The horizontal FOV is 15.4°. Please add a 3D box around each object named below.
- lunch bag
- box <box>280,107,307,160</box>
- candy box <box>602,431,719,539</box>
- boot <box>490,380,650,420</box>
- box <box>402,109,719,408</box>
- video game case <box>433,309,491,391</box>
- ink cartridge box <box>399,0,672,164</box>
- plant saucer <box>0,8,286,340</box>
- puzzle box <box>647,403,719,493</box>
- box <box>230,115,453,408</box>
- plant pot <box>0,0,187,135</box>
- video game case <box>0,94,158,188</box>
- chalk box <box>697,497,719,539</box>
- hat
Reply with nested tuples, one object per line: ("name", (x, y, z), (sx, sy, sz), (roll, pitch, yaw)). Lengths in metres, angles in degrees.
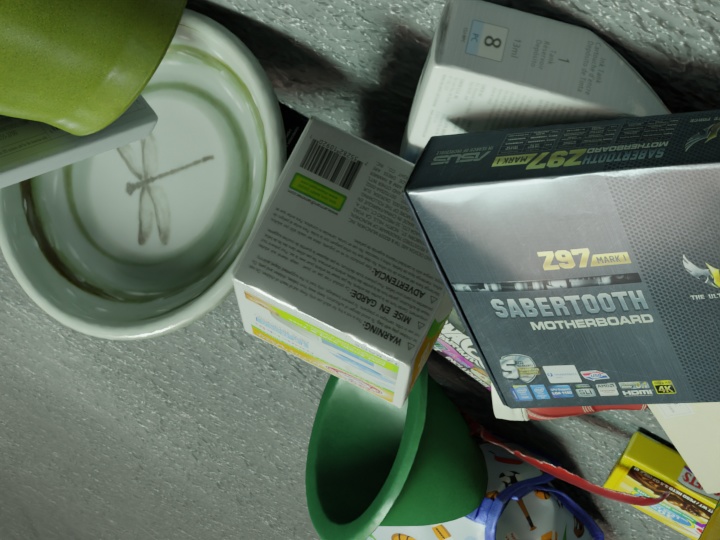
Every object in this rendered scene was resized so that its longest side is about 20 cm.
("lunch bag", (0.071, 0.179, 1.999), (0.170, 0.124, 0.200), (20, 167, 30))
("box", (-0.117, -0.088, 1.678), (0.200, 0.060, 0.117), (30, 162, 1))
("candy box", (0.267, 0.181, 1.850), (0.200, 0.026, 0.102), (29, 164, 6))
("boot", (0.144, 0.012, 1.556), (0.144, 0.073, 0.200), (0, 137, 11))
("box", (0.140, -0.003, 1.348), (0.200, 0.051, 0.158), (-4, 129, 29))
("video game case", (0.083, 0.023, 1.700), (0.200, 0.036, 0.181), (37, 159, -18))
("ink cartridge box", (0.127, -0.073, 1.396), (0.200, 0.047, 0.160), (13, 161, -2))
("plant saucer", (-0.124, -0.056, 1.574), (0.200, 0.201, 0.050), (20, -177, 28))
("puzzle box", (0.202, 0.039, 1.421), (0.133, 0.025, 0.200), (-10, 128, 36))
("box", (0.000, 0.000, 1.504), (0.112, 0.102, 0.200), (26, 171, 3))
("plant pot", (-0.202, -0.168, 1.427), (0.193, 0.201, 0.200), (27, 166, -29))
("video game case", (-0.239, -0.122, 1.500), (0.182, 0.200, 0.022), (51, 134, 16))
("chalk box", (0.264, 0.220, 1.677), (0.124, 0.200, 0.124), (24, 161, 17))
("hat", (0.077, 0.143, 1.882), (0.176, 0.166, 0.200), (18, -155, -23))
